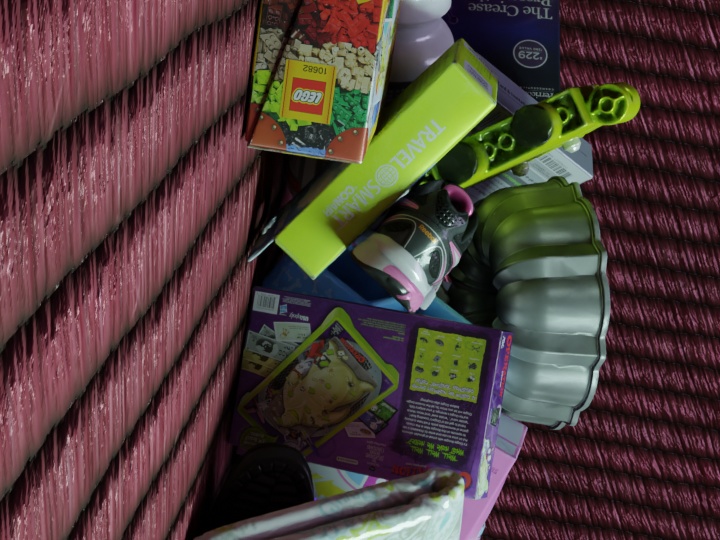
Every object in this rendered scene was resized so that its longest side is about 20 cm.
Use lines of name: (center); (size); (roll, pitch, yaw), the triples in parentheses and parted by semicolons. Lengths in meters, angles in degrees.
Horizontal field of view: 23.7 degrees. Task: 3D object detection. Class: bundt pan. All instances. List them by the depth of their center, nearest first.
bundt pan: (0.121, 0.025, 1.349); (0.202, 0.075, 0.203); (-178, -90, -73)

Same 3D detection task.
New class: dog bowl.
dog bowl: (0.018, 0.038, 1.293); (0.111, 0.200, 0.050); (-12, 136, -58)

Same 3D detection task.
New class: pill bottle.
pill bottle: (0.010, -0.142, 1.320); (0.116, 0.115, 0.201); (-77, 178, -55)

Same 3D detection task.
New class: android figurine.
android figurine: (0.125, -0.098, 1.302); (0.041, 0.182, 0.200); (65, 17, 3)

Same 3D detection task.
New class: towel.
towel: (-0.026, 0.224, 1.176); (0.172, 0.199, 0.048); (96, -27, -44)

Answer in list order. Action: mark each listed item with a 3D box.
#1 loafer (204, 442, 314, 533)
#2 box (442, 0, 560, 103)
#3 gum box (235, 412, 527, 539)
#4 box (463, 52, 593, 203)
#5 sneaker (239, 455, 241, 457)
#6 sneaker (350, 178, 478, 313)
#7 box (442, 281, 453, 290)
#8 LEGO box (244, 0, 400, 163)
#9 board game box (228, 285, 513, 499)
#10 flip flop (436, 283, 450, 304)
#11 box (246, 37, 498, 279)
loafer: (-0.079, 0.195, 1.236); (0.071, 0.073, 0.201); (-87, -168, -57)
box: (0.071, -0.183, 1.491); (0.079, 0.199, 0.142); (94, -1, -63)
gum box: (0.021, 0.132, 1.312); (0.114, 0.200, 0.066); (-62, 176, 22)
box: (0.073, -0.089, 1.464); (0.200, 0.156, 0.041); (-29, -137, 35)
sneaker: (-0.066, 0.190, 1.420); (0.100, 0.069, 0.200); (-54, 163, 1)
sneaker: (0.048, -0.023, 1.230); (0.086, 0.080, 0.200); (-46, -173, 4)
box: (0.047, 0.071, 1.552); (0.115, 0.199, 0.133); (-43, 142, -88)
LEGO box: (-0.017, -0.167, 1.133); (0.200, 0.077, 0.150); (-72, 171, -73)
board game box: (0.005, 0.085, 1.225); (0.032, 0.199, 0.121); (17, 84, -64)
flip flop: (0.000, 0.000, 1.411); (0.058, 0.200, 0.081); (-47, 127, -20)
box: (0.011, -0.074, 1.215); (0.200, 0.048, 0.122); (-43, -172, 14)
